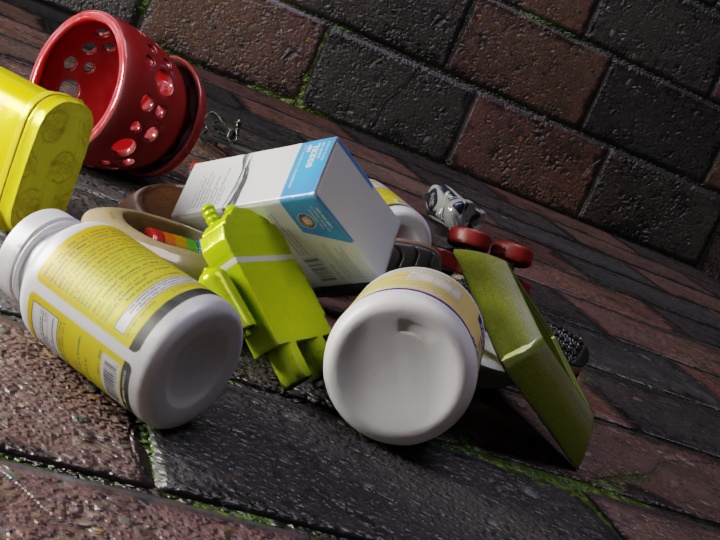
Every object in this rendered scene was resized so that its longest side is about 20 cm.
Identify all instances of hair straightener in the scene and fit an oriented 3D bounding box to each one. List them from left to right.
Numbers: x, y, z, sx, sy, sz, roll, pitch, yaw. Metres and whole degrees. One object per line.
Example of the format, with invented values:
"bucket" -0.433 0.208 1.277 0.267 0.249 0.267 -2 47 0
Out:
"hair straightener" -0.224 -0.231 2.095 0.041 0.078 0.200 10 19 -44

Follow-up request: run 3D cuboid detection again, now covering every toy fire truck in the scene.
"toy fire truck" 0.157 0.008 1.809 0.198 0.114 0.167 18 -11 -29

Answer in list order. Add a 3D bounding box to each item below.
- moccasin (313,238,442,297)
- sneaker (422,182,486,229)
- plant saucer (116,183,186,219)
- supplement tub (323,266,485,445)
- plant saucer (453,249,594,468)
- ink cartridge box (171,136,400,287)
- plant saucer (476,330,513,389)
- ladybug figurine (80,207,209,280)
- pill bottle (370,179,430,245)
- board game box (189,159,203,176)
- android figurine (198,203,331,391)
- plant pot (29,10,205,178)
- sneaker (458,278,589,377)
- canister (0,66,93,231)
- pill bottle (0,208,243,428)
"moccasin" 0.000 0.002 1.454 0.199 0.075 0.078 -12 5 -3
"sneaker" 0.174 -0.129 2.437 0.129 0.080 0.199 27 12 19
"plant saucer" -0.196 -0.055 1.426 0.198 0.035 0.201 18 24 -8
"supplement tub" 0.049 0.076 1.165 0.144 0.147 0.200 25 13 4
"plant saucer" 0.187 0.084 1.295 0.200 0.048 0.201 51 13 -37
"ink cartridge box" -0.080 -0.054 1.279 0.198 0.084 0.145 -6 -40 34
"plant saucer" 0.103 0.096 1.410 0.198 0.051 0.200 24 11 -5
"ladybug figurine" -0.196 -0.004 1.204 0.198 0.073 0.136 17 15 -30
"pill bottle" 0.016 -0.068 1.753 0.111 0.113 0.200 18 13 -28
"board game box" -0.140 -0.078 1.610 0.198 0.020 0.103 25 -28 4
"android figurine" -0.094 0.020 1.161 0.201 0.041 0.182 60 22 9
"plant pot" -0.329 -0.229 1.628 0.200 0.202 0.182 33 7 36
"sneaker" 0.192 0.092 1.531 0.199 0.091 0.070 31 41 10
"canister" -0.392 -0.143 1.238 0.199 0.150 0.086 27 12 23
"pill bottle" -0.199 0.031 0.954 0.199 0.113 0.112 31 14 28
